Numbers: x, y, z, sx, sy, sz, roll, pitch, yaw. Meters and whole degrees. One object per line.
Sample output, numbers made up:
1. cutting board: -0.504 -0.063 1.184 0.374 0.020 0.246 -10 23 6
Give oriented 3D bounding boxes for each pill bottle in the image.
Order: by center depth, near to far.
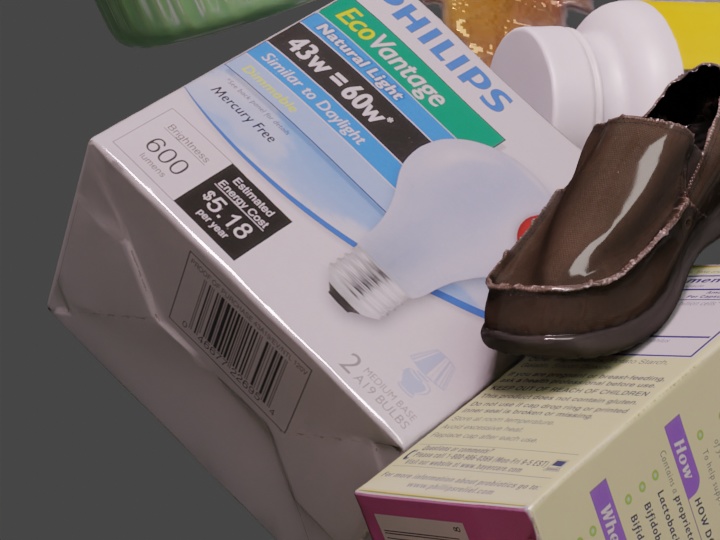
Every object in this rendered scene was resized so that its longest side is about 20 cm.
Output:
1. pill bottle: 0.171 -0.086 1.076 0.198 0.112 0.112 -2 53 -22

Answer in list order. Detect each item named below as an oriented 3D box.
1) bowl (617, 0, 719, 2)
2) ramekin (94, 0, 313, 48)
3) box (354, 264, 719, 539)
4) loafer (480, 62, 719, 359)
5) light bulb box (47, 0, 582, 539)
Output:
1. bowl: 0.246 -0.207 1.219 0.199 0.091 0.202 11 50 -13
2. ramekin: -0.055 -0.186 1.016 0.199 0.199 0.098 -32 109 -37
3. box: 0.119 0.119 0.828 0.199 0.096 0.177 -34 111 -37
4. loafer: 0.107 -0.029 0.851 0.072 0.072 0.200 3 29 33
5. light bulb box: 0.000 0.000 0.929 0.198 0.125 0.200 43 51 15
